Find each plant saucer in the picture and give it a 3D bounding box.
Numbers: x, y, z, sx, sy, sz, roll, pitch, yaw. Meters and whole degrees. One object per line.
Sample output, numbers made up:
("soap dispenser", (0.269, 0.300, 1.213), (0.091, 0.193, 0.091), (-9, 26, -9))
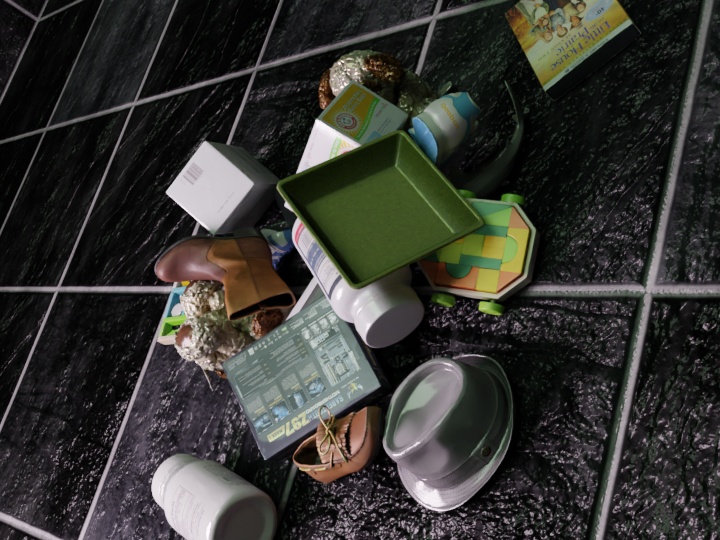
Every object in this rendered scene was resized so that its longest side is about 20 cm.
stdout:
("plant saucer", (0.023, -0.072, 1.175), (0.199, 0.048, 0.200), (-26, 57, -19))

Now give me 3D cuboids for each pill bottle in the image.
("pill bottle", (0.000, 0.000, 1.226), (0.120, 0.119, 0.200), (-44, 57, 17))
("pill bottle", (-0.219, 0.340, 1.319), (0.200, 0.114, 0.115), (15, 77, 50))

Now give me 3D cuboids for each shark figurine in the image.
("shark figurine", (0.162, -0.144, 1.253), (0.215, 0.089, 0.128), (-47, 41, 16))

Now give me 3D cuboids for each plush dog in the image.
("plush dog", (-0.185, 0.085, 1.450), (0.171, 0.161, 0.200), (-27, 28, 10))
("plush dog", (0.032, -0.273, 1.390), (0.199, 0.172, 0.161), (-14, 57, 41))

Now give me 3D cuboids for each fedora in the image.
("fedora", (0.093, 0.184, 1.108), (0.200, 0.090, 0.177), (-50, 40, 11))

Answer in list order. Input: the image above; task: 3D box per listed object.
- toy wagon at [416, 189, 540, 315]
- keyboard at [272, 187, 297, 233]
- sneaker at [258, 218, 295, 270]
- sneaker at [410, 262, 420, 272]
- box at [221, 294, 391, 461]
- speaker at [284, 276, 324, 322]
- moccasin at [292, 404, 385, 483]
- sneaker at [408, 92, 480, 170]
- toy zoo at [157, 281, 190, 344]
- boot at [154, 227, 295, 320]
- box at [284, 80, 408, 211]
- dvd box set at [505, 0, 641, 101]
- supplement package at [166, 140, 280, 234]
("toy wagon", (0.132, -0.029, 1.196), (0.199, 0.040, 0.156), (8, 80, 27))
("keyboard", (-0.067, -0.094, 1.450), (0.104, 0.040, 0.200), (-21, 50, -10))
("sneaker", (-0.140, -0.041, 1.532), (0.199, 0.076, 0.077), (-19, 90, 28))
("sneaker", (0.046, -0.034, 1.313), (0.200, 0.077, 0.087), (6, 74, 48))
("box", (-0.078, 0.149, 1.273), (0.200, 0.051, 0.158), (-35, 67, 11))
("speaker", (-0.059, 0.066, 1.356), (0.200, 0.081, 0.081), (-57, 39, 2))
("moccasin", (-0.030, 0.220, 1.176), (0.201, 0.077, 0.074), (-39, 34, 57))
("sneaker", (0.116, -0.186, 1.229), (0.081, 0.077, 0.200), (-34, 1, -1))
("toy zoo", (-0.305, 0.036, 1.681), (0.131, 0.020, 0.201), (-9, 60, 43))
("boot", (-0.213, 0.022, 1.401), (0.200, 0.187, 0.069), (-119, 24, -51))
("box", (-0.024, -0.161, 1.350), (0.113, 0.101, 0.200), (-55, -5, -39))
("dvd box set", (0.294, -0.349, 1.288), (0.146, 0.029, 0.201), (-37, 43, 25))
("supplement package", (-0.224, -0.140, 1.557), (0.114, 0.109, 0.200), (-50, -5, 10))
